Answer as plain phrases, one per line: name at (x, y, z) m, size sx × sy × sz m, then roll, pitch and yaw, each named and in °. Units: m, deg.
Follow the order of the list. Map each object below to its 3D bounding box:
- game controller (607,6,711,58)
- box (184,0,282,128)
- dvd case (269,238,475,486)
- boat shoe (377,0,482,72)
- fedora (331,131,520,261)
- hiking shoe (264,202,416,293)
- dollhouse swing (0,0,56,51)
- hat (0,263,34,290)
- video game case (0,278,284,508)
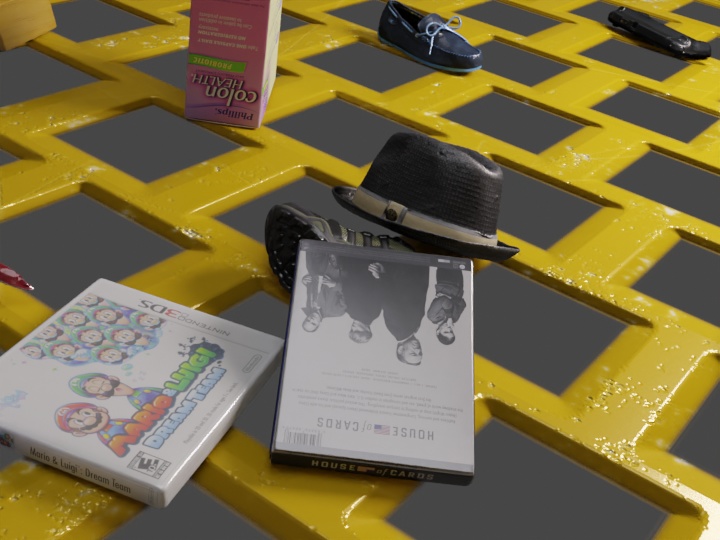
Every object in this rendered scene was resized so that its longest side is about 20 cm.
game controller at (0.536, -0.424, 1.793) m, size 0.103 × 0.042 × 0.200 m, roll 6°, pitch 28°, yaw -35°
box at (-0.153, -0.308, 1.245) m, size 0.096 × 0.202 × 0.177 m, roll 7°, pitch 31°, yaw -2°
dvd case at (0.014, 0.065, 0.778) m, size 0.148 × 0.025 × 0.202 m, roll 7°, pitch 51°, yaw -3°
boat shoe at (0.101, -0.361, 1.530) m, size 0.199 × 0.069 × 0.084 m, roll 28°, pitch 35°, yaw 28°
fedora at (0.073, -0.081, 0.979) m, size 0.199 × 0.093 × 0.201 m, roll 18°, pitch 10°, yaw -3°
hiking shoe at (0.000, 0.000, 0.912) m, size 0.199 × 0.076 × 0.100 m, roll 36°, pitch 30°, yaw 23°
dollhouse swing at (-0.540, -0.411, 1.341) m, size 0.198 × 0.177 × 0.182 m, roll 14°, pitch 31°, yaw 11°
hat at (-0.424, -0.024, 0.856) m, size 0.165 × 0.199 × 0.178 m, roll -8°, pitch 75°, yaw -50°
video game case at (-0.177, 0.082, 0.760) m, size 0.180 × 0.024 × 0.200 m, roll 17°, pitch 32°, yaw 14°
